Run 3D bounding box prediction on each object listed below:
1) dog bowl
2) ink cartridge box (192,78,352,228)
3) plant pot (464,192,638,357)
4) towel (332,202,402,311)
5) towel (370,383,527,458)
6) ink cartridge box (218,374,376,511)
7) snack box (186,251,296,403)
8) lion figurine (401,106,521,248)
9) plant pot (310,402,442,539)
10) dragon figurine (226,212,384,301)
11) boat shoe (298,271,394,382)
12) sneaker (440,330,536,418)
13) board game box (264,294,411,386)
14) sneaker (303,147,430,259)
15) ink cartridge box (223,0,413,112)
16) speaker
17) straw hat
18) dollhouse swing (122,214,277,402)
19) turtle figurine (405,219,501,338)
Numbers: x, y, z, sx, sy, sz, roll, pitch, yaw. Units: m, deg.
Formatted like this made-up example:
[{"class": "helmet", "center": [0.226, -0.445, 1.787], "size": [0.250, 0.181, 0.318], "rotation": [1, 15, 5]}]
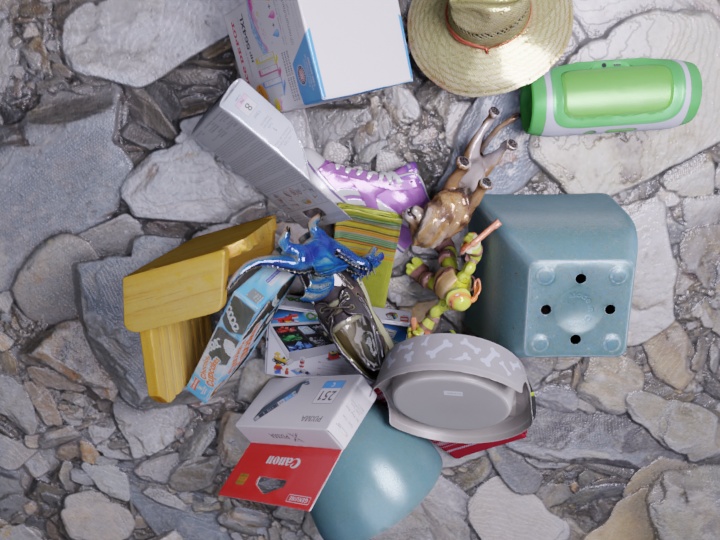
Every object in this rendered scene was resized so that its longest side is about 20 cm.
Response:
[{"class": "dog bowl", "center": [0.112, 0.146, 0.755], "size": [0.199, 0.059, 0.200], "rotation": [6, 144, 5]}, {"class": "ink cartridge box", "center": [-0.106, -0.136, 0.769], "size": [0.200, 0.162, 0.057], "rotation": [35, 75, -22]}, {"class": "plant pot", "center": [0.246, 0.015, 0.776], "size": [0.196, 0.200, 0.197], "rotation": [0, 106, 1]}, {"class": "towel", "center": [0.000, 0.000, 0.832], "size": [0.086, 0.018, 0.200], "rotation": [11, 130, 3]}, {"class": "towel", "center": [0.124, 0.201, 0.884], "size": [0.200, 0.023, 0.145], "rotation": [40, 132, -19]}, {"class": "ink cartridge box", "center": [-0.096, 0.219, 0.816], "size": [0.200, 0.176, 0.045], "rotation": [-12, 122, 44]}, {"class": "snack box", "center": [-0.149, 0.073, 0.789], "size": [0.037, 0.116, 0.200], "rotation": [36, 127, 3]}, {"class": "lion figurine", "center": [0.135, -0.114, 0.781], "size": [0.072, 0.200, 0.123], "rotation": [39, 146, 7]}, {"class": "plant pot", "center": [-0.005, 0.261, 0.864], "size": [0.200, 0.200, 0.135], "rotation": [-31, 95, 10]}, {"class": "dragon figurine", "center": [-0.054, -0.004, 0.726], "size": [0.099, 0.200, 0.059], "rotation": [48, 131, 11]}, {"class": "boat shoe", "center": [-0.017, 0.056, 0.800], "size": [0.073, 0.065, 0.200], "rotation": [-34, 101, 12]}, {"class": "sneaker", "center": [0.173, 0.160, 0.899], "size": [0.200, 0.076, 0.076], "rotation": [37, 135, -11]}, {"class": "board game box", "center": [-0.034, 0.105, 0.882], "size": [0.199, 0.035, 0.127], "rotation": [8, 121, -1]}, {"class": "sneaker", "center": [0.011, -0.119, 0.815], "size": [0.200, 0.073, 0.114], "rotation": [38, 101, -20]}, {"class": "ink cartridge box", "center": [-0.058, -0.256, 0.709], "size": [0.125, 0.200, 0.129], "rotation": [-23, 107, -30]}, {"class": "speaker", "center": [0.306, -0.214, 0.767], "size": [0.199, 0.088, 0.089], "rotation": [-3, 106, 3]}, {"class": "straw hat", "center": [0.148, -0.307, 0.711], "size": [0.200, 0.085, 0.202], "rotation": [0, 89, 11]}, {"class": "dollhouse swing", "center": [-0.182, 0.049, 0.790], "size": [0.181, 0.200, 0.176], "rotation": [-14, 103, 12]}, {"class": "turtle figurine", "center": [0.118, 0.007, 0.795], "size": [0.064, 0.161, 0.200], "rotation": [21, 110, -17]}]
